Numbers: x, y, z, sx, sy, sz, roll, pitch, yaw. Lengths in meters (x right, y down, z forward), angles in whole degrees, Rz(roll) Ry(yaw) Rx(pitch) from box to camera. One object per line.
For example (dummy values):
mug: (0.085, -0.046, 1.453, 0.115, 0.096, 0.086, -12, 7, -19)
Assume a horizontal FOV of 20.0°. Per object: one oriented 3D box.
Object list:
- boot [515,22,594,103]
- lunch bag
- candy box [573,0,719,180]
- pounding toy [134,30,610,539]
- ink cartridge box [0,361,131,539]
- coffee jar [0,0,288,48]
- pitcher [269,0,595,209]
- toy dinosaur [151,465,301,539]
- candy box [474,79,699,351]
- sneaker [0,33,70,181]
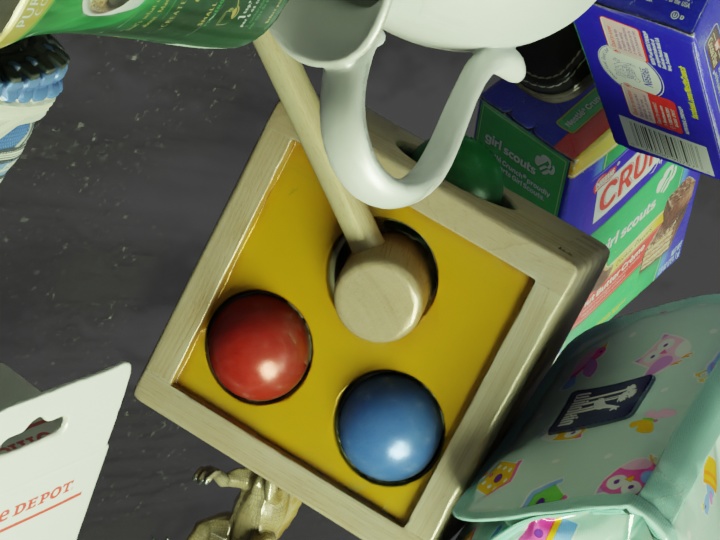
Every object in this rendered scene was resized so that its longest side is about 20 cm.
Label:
boot: (0.111, -0.192, 1.014, 0.201, 0.073, 0.150, -62, 158, 1)
lunch bag: (0.112, 0.114, 0.933, 0.170, 0.121, 0.201, -47, 169, -46)
candy box: (0.185, -0.172, 1.015, 0.201, 0.077, 0.169, -61, 156, -12)
pounding toy: (0.000, 0.000, 0.929, 0.201, 0.183, 0.142, -62, 169, 12)
ink cartridge box: (-0.176, 0.115, 0.829, 0.116, 0.066, 0.201, -20, 138, -55)
coffee jar: (-0.093, -0.126, 0.668, 0.200, 0.085, 0.105, -12, 134, -61)
pitcher: (0.036, -0.124, 0.854, 0.199, 0.120, 0.173, -20, 102, -51)
toy dinosaur: (-0.062, 0.145, 1.114, 0.101, 0.058, 0.201, -20, 137, -57)
candy box: (0.135, -0.053, 1.217, 0.169, 0.077, 0.201, -39, 149, -33)
sneaker: (-0.172, -0.030, 0.648, 0.199, 0.077, 0.086, -21, 142, -55)
